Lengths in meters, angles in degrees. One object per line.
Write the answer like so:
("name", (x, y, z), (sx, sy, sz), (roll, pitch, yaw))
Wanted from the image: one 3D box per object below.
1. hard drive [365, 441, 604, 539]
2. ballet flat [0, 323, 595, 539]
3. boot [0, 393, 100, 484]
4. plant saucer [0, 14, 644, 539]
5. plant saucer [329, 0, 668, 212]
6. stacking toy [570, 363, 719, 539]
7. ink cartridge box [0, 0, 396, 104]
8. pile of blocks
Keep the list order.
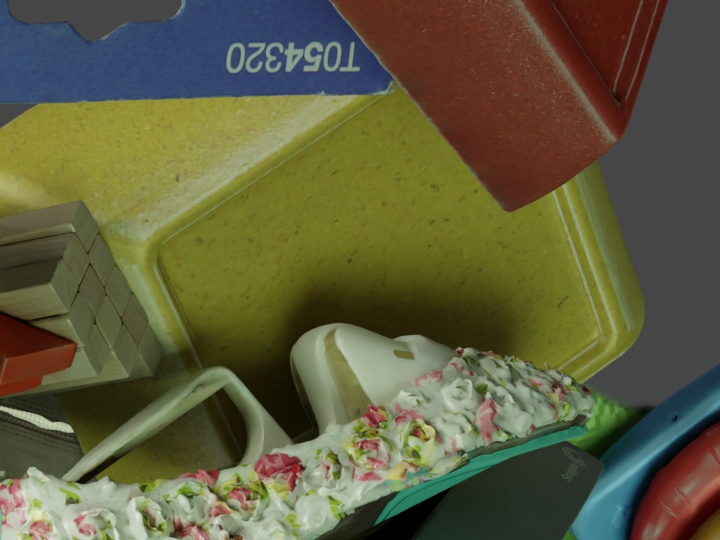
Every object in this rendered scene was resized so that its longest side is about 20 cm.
("hard drive", (0.001, 0.120, 0.947), (0.135, 0.200, 0.042), (-39, 92, 27))
("ballet flat", (-0.019, 0.052, 0.842), (0.199, 0.076, 0.064), (-22, 90, -30))
("boot", (-0.110, 0.074, 0.950), (0.145, 0.070, 0.201), (10, 117, -24))
("plant saucer", (0.000, 0.000, 0.900), (0.199, 0.048, 0.201), (-34, 126, -16))
("plant saucer", (0.056, -0.135, 0.751), (0.200, 0.036, 0.201), (44, 62, -62))
("stacking toy", (0.166, 0.131, 1.006), (0.116, 0.200, 0.110), (-38, 129, 9))
("ink cartridge box", (-0.050, -0.135, 0.715), (0.195, 0.043, 0.202), (-5, 107, -33))
("pile of blocks", (-0.160, 0.018, 0.830), (0.198, 0.062, 0.082), (10, 132, 9))
